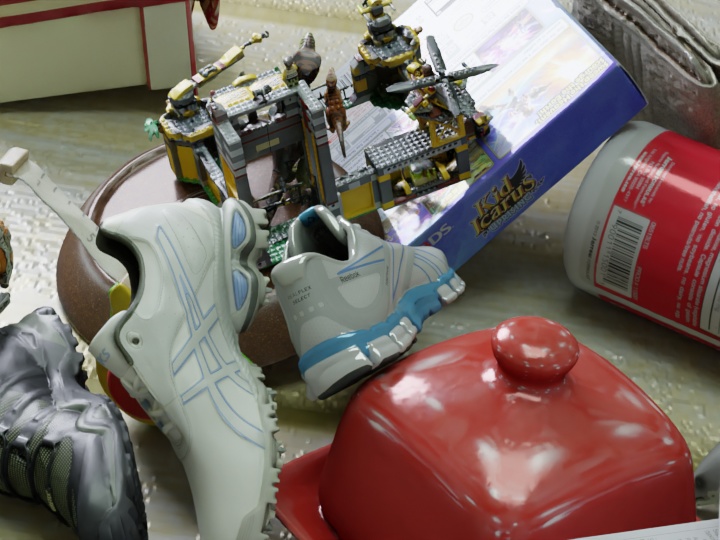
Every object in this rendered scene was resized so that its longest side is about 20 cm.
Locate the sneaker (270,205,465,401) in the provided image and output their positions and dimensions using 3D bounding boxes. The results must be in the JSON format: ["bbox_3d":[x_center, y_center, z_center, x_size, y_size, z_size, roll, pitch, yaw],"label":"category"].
[{"bbox_3d":[0.000,0.000,1.176,0.075,0.087,0.200,-28,4,15],"label":"sneaker"}]

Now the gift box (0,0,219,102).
[{"bbox_3d":[-0.190,-0.213,1.485,0.185,0.185,0.201,-9,39,-8],"label":"gift box"}]

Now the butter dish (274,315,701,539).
[{"bbox_3d":[0.079,0.091,1.101,0.199,0.149,0.199,-17,41,-32],"label":"butter dish"}]

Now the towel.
[{"bbox_3d":[0.189,-0.112,1.386,0.034,0.200,0.133,-39,62,-9],"label":"towel"}]

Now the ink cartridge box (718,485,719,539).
[{"bbox_3d":[0.262,0.097,0.965,0.199,0.085,0.145,14,31,3],"label":"ink cartridge box"}]

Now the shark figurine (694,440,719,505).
[{"bbox_3d":[0.281,0.059,1.187,0.213,0.128,0.090,-11,61,-19],"label":"shark figurine"}]

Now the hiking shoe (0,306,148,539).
[{"bbox_3d":[-0.175,0.097,1.126,0.100,0.076,0.200,-18,32,-16],"label":"hiking shoe"}]

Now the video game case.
[{"bbox_3d":[0.055,-0.094,1.363,0.200,0.045,0.181,-41,40,5],"label":"video game case"}]

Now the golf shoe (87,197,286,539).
[{"bbox_3d":[-0.094,0.060,1.120,0.097,0.078,0.201,1,67,-21],"label":"golf shoe"}]

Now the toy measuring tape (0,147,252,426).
[{"bbox_3d":[-0.137,0.023,1.189,0.200,0.074,0.074,44,36,-7],"label":"toy measuring tape"}]

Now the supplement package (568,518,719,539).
[{"bbox_3d":[0.175,0.194,0.988,0.199,0.122,0.120,-5,35,-19],"label":"supplement package"}]

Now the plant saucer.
[{"bbox_3d":[-0.086,-0.021,1.294,0.199,0.035,0.201,-5,44,4],"label":"plant saucer"}]

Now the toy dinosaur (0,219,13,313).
[{"bbox_3d":[-0.263,0.028,1.135,0.135,0.103,0.200,9,18,24],"label":"toy dinosaur"}]

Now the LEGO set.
[{"bbox_3d":[-0.026,-0.102,1.257,0.199,0.116,0.154,-16,45,-7],"label":"LEGO set"}]

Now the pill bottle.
[{"bbox_3d":[0.231,-0.005,1.305,0.199,0.113,0.112,25,37,24],"label":"pill bottle"}]
